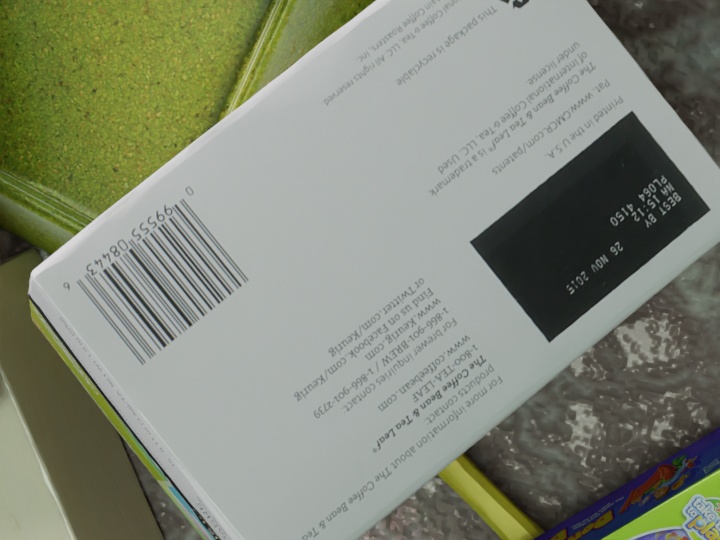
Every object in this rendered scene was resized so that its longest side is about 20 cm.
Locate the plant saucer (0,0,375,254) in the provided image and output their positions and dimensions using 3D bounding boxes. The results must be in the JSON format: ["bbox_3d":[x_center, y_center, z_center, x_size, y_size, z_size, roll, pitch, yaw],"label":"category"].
[{"bbox_3d":[-0.103,-0.091,0.963,0.200,0.048,0.200,28,108,8],"label":"plant saucer"}]

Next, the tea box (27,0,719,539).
[{"bbox_3d":[0.000,0.000,0.843,0.200,0.197,0.134,-38,90,-10],"label":"tea box"}]

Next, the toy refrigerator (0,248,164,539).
[{"bbox_3d":[-0.138,0.100,1.003,0.070,0.076,0.200,-21,97,19],"label":"toy refrigerator"}]

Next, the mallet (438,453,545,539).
[{"bbox_3d":[0.074,0.102,0.968,0.200,0.041,0.066,38,107,-1],"label":"mallet"}]

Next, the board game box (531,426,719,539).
[{"bbox_3d":[0.143,0.178,0.941,0.134,0.045,0.200,-34,100,17],"label":"board game box"}]
